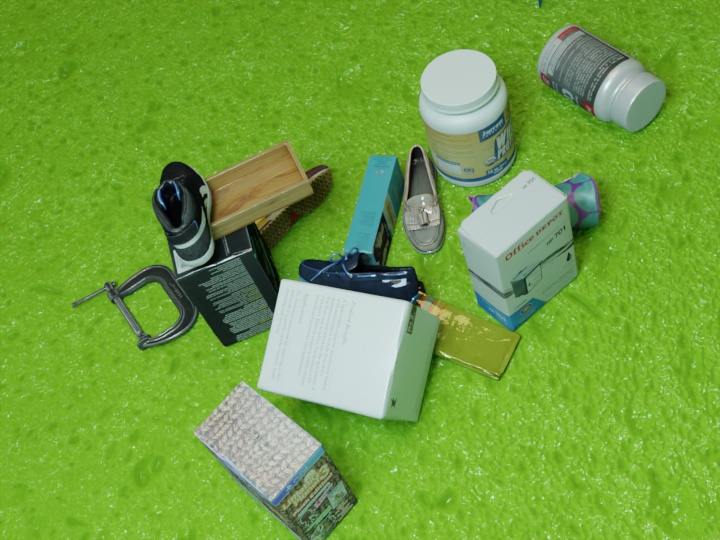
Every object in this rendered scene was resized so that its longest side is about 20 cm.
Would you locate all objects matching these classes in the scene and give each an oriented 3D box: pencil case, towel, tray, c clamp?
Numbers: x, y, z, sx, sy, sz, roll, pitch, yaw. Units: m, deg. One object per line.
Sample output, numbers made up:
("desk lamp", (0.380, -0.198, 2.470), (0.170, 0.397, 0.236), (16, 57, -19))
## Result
("pencil case", (0.276, -0.096, 1.575), (0.199, 0.085, 0.093), (-11, 70, 9))
("towel", (0.137, 0.092, 1.508), (0.200, 0.018, 0.086), (23, 65, 17))
("tray", (-0.180, -0.115, 1.503), (0.200, 0.037, 0.099), (-26, 52, -2))
("c clamp", (-0.375, 0.068, 1.693), (0.171, 0.027, 0.200), (-37, 53, -17))

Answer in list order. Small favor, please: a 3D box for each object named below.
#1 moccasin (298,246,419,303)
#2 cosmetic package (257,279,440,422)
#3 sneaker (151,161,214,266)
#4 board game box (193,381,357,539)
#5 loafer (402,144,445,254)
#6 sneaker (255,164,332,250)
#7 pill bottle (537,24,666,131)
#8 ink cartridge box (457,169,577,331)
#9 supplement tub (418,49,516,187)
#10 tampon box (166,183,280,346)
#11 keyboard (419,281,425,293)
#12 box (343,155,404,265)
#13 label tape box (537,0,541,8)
("moccasin", (0.000, 0.000, 1.534), (0.200, 0.068, 0.080), (10, 25, 17))
("cosmetic package", (-0.013, 0.118, 1.434), (0.200, 0.165, 0.165), (11, 84, 22))
("sneaker", (-0.262, -0.112, 1.432), (0.073, 0.112, 0.200), (-21, 52, 0))
("board game box", (-0.113, 0.272, 1.364), (0.159, 0.200, 0.097), (33, 70, 31))
("loafer", (0.099, -0.122, 1.657), (0.072, 0.063, 0.200), (-9, 54, 9))
("sneaker", (-0.139, -0.125, 1.723), (0.090, 0.075, 0.200), (36, 71, 30))
("pill bottle", (0.407, -0.323, 1.675), (0.114, 0.114, 0.200), (-38, 55, -11))
("ink cartridge box", (0.236, -0.027, 1.467), (0.146, 0.200, 0.086), (-39, 55, -12))
("supplement tub", (0.177, -0.250, 1.637), (0.144, 0.200, 0.145), (-8, 55, 11))
("tampon box", (-0.212, -0.005, 1.583), (0.126, 0.200, 0.150), (-21, 52, 1))
("keyboard", (0.008, 0.070, 1.568), (0.200, 0.040, 0.104), (-15, 53, 7))
("box", (0.026, -0.090, 1.645), (0.049, 0.082, 0.200), (4, 58, 18))
("label tape box", (0.386, -0.611, 1.859), (0.066, 0.143, 0.200), (12, 60, 24))
